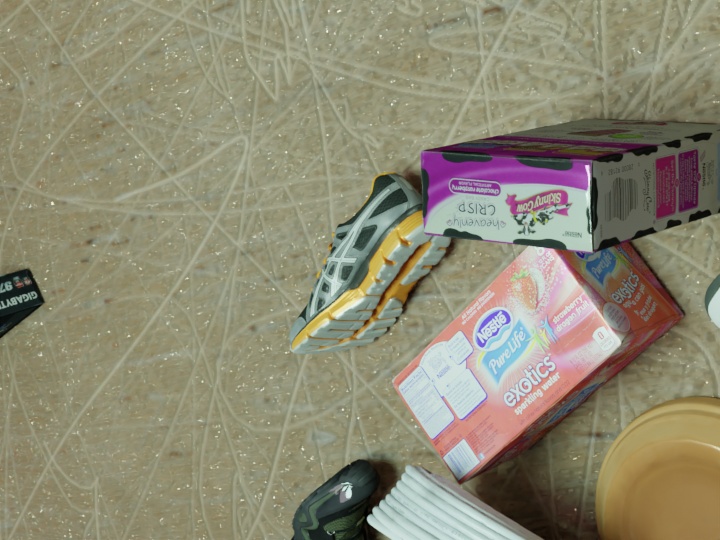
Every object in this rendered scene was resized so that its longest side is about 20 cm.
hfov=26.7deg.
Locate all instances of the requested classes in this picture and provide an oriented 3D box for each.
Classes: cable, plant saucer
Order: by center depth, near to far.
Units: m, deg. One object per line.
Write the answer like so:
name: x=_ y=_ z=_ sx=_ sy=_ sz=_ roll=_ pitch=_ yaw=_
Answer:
plant saucer: x=0.255 y=0.194 z=1.114 sx=0.199 sy=0.037 sz=0.202 roll=12 pitch=109 yaw=38
cable: x=0.103 y=0.220 z=1.151 sx=0.070 sy=0.199 sz=0.200 roll=-58 pitch=26 yaw=-5

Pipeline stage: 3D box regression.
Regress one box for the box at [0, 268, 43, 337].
box: x=-0.454 y=0.072 z=1.615 sx=0.200 sy=0.158 sz=0.046 roll=-32 pitch=81 yaw=40

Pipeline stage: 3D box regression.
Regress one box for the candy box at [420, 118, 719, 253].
candy box: x=0.153 y=-0.061 z=1.025 sx=0.136 sy=0.199 sz=0.062 roll=8 pitch=106 yaw=41

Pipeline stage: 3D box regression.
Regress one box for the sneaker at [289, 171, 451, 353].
sneaker: x=0.000 y=0.000 z=1.267 sx=0.200 sy=0.078 sz=0.078 roll=-48 pitch=57 yaw=34

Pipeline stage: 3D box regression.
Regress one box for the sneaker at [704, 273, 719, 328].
sneaker: x=0.307 y=0.036 z=0.976 sx=0.201 sy=0.067 sz=0.109 roll=-19 pitch=48 yaw=40

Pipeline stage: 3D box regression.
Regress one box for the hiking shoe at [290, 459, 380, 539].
hiking shoe: x=-0.013 y=0.249 z=1.347 sx=0.101 sy=0.076 sz=0.201 roll=42 pitch=135 yaw=15

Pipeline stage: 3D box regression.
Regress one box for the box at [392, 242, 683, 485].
box: x=0.130 y=0.060 z=1.148 sx=0.103 sy=0.094 sz=0.200 roll=54 pitch=129 yaw=16
